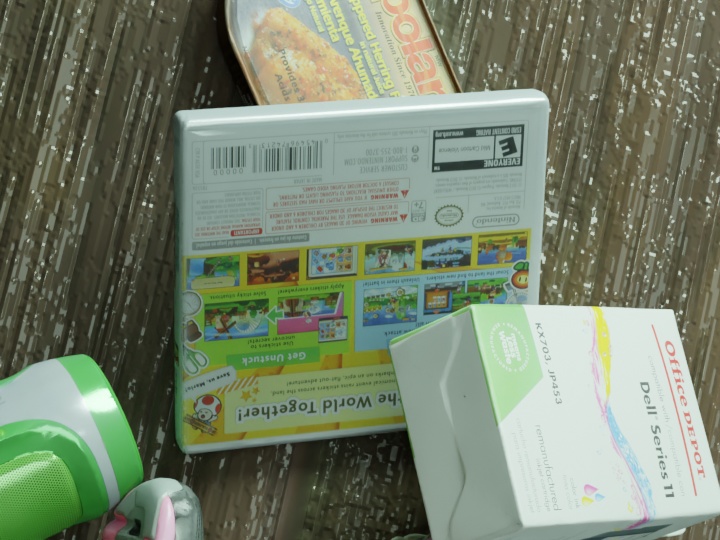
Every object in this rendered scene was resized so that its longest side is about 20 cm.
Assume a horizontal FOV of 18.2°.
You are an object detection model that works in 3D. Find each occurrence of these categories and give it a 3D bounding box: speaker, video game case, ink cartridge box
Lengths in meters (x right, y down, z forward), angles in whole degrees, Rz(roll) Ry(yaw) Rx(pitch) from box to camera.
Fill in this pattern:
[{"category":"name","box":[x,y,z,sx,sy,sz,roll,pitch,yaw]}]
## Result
[{"category":"speaker","box":[-0.211,0.115,1.111,0.199,0.088,0.089,-25,92,-17]},{"category":"video game case","box":[0.000,0.000,1.179,0.198,0.023,0.184,-5,111,-17]},{"category":"ink cartridge box","box":[0.117,0.082,1.167,0.199,0.067,0.118,2,69,-44]}]

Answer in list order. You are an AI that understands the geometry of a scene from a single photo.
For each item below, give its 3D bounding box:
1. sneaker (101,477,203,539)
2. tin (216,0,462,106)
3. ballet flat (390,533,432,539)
[{"category":"sneaker","box":[-0.081,0.197,1.139,0.095,0.079,0.202,-7,108,-24]},{"category":"tin","box":[-0.005,-0.095,1.216,0.111,0.042,0.202,-23,92,-13]},{"category":"ballet flat","box":[0.059,0.152,1.183,0.199,0.071,0.070,-9,112,-49]}]
